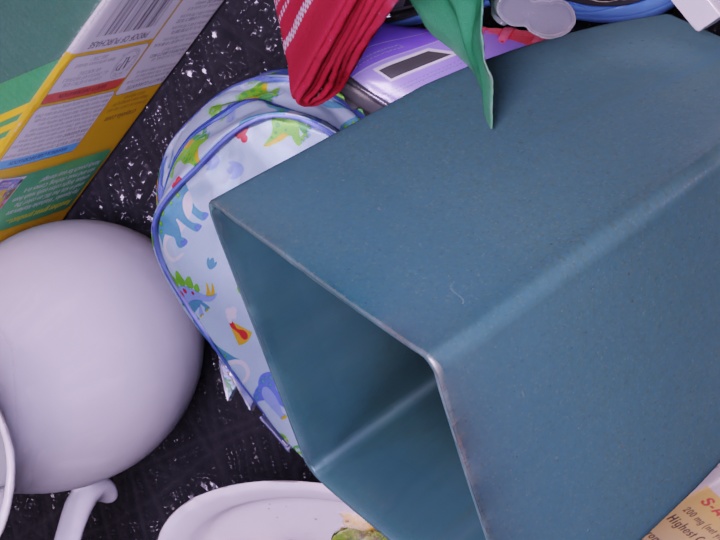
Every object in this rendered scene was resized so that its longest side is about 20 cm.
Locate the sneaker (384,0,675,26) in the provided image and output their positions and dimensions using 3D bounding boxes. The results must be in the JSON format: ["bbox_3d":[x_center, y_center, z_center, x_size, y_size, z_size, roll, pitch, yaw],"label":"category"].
[{"bbox_3d":[0.045,-0.150,0.880,0.198,0.071,0.083,1,138,19],"label":"sneaker"}]

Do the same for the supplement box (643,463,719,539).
[{"bbox_3d":[0.163,0.089,0.857,0.199,0.126,0.074,-33,43,27],"label":"supplement box"}]

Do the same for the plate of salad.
[{"bbox_3d":[-0.001,0.162,0.945,0.198,0.048,0.201,11,143,9],"label":"plate of salad"}]

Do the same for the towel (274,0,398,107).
[{"bbox_3d":[-0.018,-0.179,0.800,0.145,0.022,0.202,130,132,-65],"label":"towel"}]

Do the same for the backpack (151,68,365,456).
[{"bbox_3d":[0.000,0.000,0.919,0.163,0.153,0.201,-39,74,31],"label":"backpack"}]

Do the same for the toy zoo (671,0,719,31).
[{"bbox_3d":[0.150,-0.177,0.787,0.132,0.199,0.020,61,156,1],"label":"toy zoo"}]

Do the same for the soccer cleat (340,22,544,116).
[{"bbox_3d":[0.078,-0.077,0.876,0.199,0.068,0.074,21,115,-2],"label":"soccer cleat"}]

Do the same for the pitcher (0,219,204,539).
[{"bbox_3d":[-0.146,0.073,0.954,0.120,0.200,0.173,-6,104,24],"label":"pitcher"}]

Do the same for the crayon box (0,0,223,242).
[{"bbox_3d":[-0.150,-0.080,0.963,0.052,0.126,0.200,43,114,10],"label":"crayon box"}]

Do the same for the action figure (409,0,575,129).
[{"bbox_3d":[0.029,-0.151,0.788,0.054,0.200,0.119,-3,120,-18],"label":"action figure"}]

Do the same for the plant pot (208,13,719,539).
[{"bbox_3d":[0.078,0.002,0.764,0.141,0.199,0.142,35,152,47],"label":"plant pot"}]
